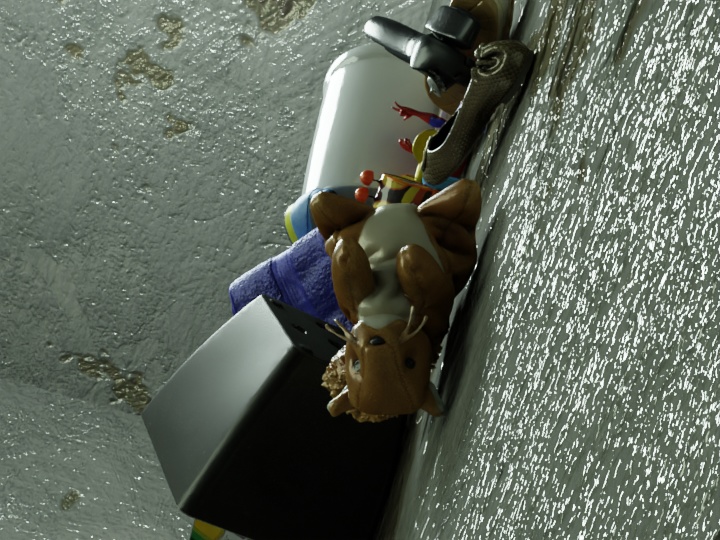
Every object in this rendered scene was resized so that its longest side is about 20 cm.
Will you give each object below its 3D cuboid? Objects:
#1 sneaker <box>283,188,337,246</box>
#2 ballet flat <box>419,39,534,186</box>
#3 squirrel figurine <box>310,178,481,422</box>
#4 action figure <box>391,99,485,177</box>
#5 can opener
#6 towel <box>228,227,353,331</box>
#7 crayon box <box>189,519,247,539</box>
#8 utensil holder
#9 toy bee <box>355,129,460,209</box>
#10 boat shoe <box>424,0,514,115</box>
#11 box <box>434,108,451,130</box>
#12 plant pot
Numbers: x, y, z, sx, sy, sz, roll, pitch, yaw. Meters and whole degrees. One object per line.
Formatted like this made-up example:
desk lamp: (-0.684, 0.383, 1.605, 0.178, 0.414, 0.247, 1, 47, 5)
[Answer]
sneaker: (0.000, 0.000, 1.704, 0.078, 0.200, 0.066, -22, 17, 50)
ballet flat: (0.093, -0.142, 1.430, 0.200, 0.046, 0.067, -53, 15, 56)
squirrel figurine: (0.030, 0.051, 1.330, 0.200, 0.141, 0.187, 86, -176, -53)
action figure: (0.078, -0.152, 1.640, 0.200, 0.099, 0.065, 106, 180, -70)
can opener: (0.063, -0.218, 1.582, 0.079, 0.063, 0.200, -52, 26, -5)
towel: (-0.040, 0.038, 1.661, 0.200, 0.148, 0.050, -31, -5, 32)
crayon box: (-0.112, 0.299, 1.991, 0.200, 0.172, 0.058, 108, 180, -46)
utensil holder: (0.026, -0.125, 1.808, 0.170, 0.170, 0.200, 110, 172, -56)
toy bee: (0.052, -0.078, 1.576, 0.200, 0.109, 0.131, 117, 171, -76)
boat shoe: (0.118, -0.230, 1.627, 0.069, 0.074, 0.200, -53, -8, -28)
box: (0.121, -0.233, 1.776, 0.041, 0.039, 0.200, 114, 172, -63)
plant pot: (-0.068, 0.143, 1.548, 0.178, 0.199, 0.200, -59, 27, 10)
